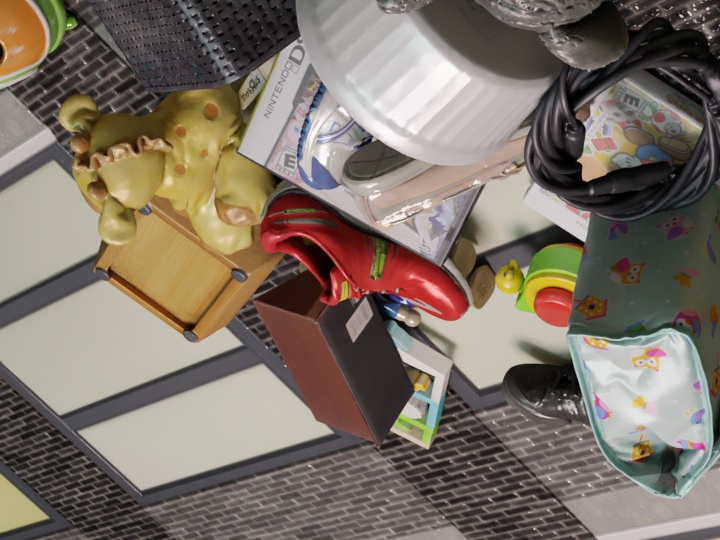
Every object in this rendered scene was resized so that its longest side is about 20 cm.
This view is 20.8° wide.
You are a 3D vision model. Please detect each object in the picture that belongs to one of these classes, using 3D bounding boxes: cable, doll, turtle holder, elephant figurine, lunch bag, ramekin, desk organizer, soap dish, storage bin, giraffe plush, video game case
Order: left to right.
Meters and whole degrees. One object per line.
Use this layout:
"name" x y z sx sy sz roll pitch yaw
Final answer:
"turtle holder" -0.360 -0.230 1.751 0.185 0.132 0.141 25 146 12
"giraffe plush" -0.176 -0.092 1.695 0.173 0.162 0.200 54 149 25
"soap dish" -0.167 -0.022 1.897 0.157 0.081 0.200 36 145 -4
"storage bin" -0.109 -0.212 1.507 0.094 0.135 0.200 57 161 -16
"desk organizer" -0.023 0.072 1.829 0.077 0.072 0.200 17 149 32
"video game case" 0.018 -0.125 1.594 0.200 0.026 0.181 30 119 6
"doll" 0.024 0.005 1.799 0.200 0.048 0.136 3 146 38
"ramekin" 0.063 -0.184 1.404 0.200 0.201 0.098 41 138 -10
"elephant figurine" 0.137 -0.204 1.306 0.155 0.200 0.142 -8 129 45
"cable" 0.194 -0.106 1.412 0.163 0.051 0.200 -35 142 28
"video game case" 0.241 -0.061 1.559 0.182 0.023 0.200 33 146 1
"lunch bag" 0.241 0.057 1.530 0.122 0.170 0.200 -4 133 23

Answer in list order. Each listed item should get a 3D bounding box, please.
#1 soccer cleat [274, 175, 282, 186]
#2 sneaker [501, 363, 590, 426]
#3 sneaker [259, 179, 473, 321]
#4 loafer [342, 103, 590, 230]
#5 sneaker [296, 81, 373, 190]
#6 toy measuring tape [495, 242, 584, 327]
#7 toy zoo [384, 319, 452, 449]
"soccer cleat" -0.010 -0.092 1.678 0.081 0.068 0.200 19 159 -35
"sneaker" 0.227 0.108 1.754 0.200 0.060 0.104 21 146 10
"sneaker" 0.000 0.000 1.682 0.200 0.085 0.077 29 150 -9
"loafer" 0.087 -0.091 1.524 0.200 0.072 0.063 -20 126 5
"sneaker" 0.016 -0.138 1.532 0.088 0.075 0.200 27 120 7
"toy measuring tape" 0.210 0.018 1.652 0.200 0.074 0.074 11 141 16
"toy zoo" 0.023 0.099 1.925 0.131 0.020 0.200 26 152 11
